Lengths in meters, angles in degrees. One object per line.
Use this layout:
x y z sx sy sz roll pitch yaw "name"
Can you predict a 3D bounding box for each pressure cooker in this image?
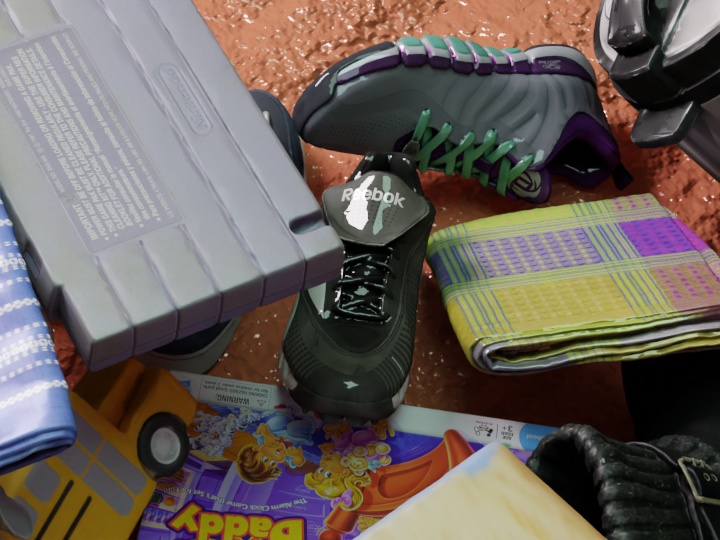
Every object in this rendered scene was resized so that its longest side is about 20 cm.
0.225 -0.136 1.319 0.200 0.179 0.176 37 27 -24 "pressure cooker"

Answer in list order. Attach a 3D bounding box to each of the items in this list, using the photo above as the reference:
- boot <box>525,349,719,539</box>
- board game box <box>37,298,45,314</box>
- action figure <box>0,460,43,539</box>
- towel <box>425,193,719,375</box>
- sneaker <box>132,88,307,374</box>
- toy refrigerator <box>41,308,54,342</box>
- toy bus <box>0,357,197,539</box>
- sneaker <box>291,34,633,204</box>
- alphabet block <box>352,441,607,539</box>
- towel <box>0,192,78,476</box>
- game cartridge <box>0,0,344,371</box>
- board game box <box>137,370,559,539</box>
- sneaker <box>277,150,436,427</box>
0.137 0.090 1.171 0.157 0.080 0.212 8 43 -32 "boot"
-0.209 -0.048 1.155 0.199 0.105 0.103 0 54 -9 "board game box"
-0.218 0.123 1.051 0.055 0.199 0.118 42 36 -29 "action figure"
0.109 0.006 1.248 0.143 0.023 0.200 -9 19 -5 "towel"
-0.069 -0.061 1.272 0.076 0.147 0.203 12 45 5 "sneaker"
-0.252 0.058 1.179 0.199 0.076 0.070 -17 52 -22 "toy refrigerator"
-0.153 0.121 1.107 0.078 0.065 0.201 44 58 -27 "toy bus"
0.062 -0.076 1.341 0.199 0.075 0.088 -7 56 -32 "sneaker"
0.046 0.230 0.983 0.195 0.197 0.200 -33 59 -31 "alphabet block"
-0.208 0.017 1.015 0.144 0.024 0.201 -22 57 -3 "towel"
-0.109 -0.057 1.094 0.129 0.038 0.200 -23 63 -18 "game cartridge"
-0.004 0.126 1.174 0.199 0.045 0.135 8 46 -1 "board game box"
0.000 0.000 1.224 0.066 0.091 0.200 9 28 3 "sneaker"
